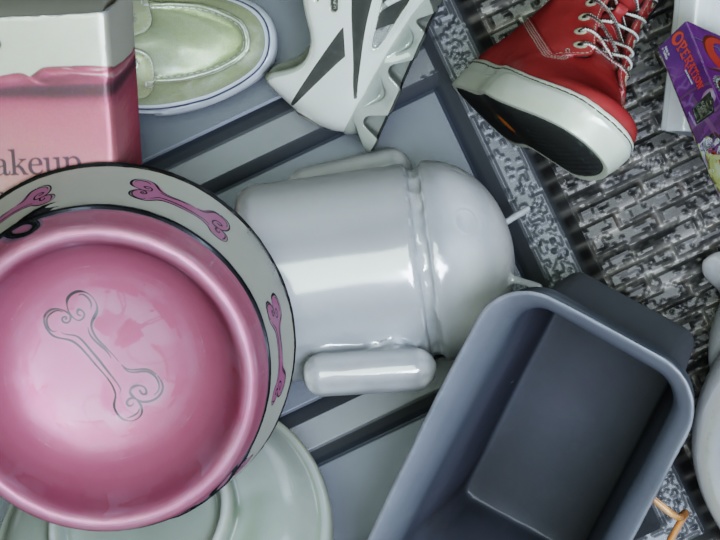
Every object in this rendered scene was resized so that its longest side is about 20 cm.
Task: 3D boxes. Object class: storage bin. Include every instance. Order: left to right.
[{"bbox_3d":[0.113,0.101,1.595,0.145,0.134,0.200,28,111,8],"label":"storage bin"}]

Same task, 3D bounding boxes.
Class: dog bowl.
[{"bbox_3d":[-0.134,0.048,1.541,0.200,0.074,0.201,0,105,1],"label":"dog bowl"}]

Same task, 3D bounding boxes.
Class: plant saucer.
[{"bbox_3d":[-0.117,0.147,1.623,0.200,0.050,0.201,-8,56,12],"label":"plant saucer"}]

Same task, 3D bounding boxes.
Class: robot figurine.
[{"bbox_3d":[0.000,0.000,1.640,0.199,0.113,0.170,-8,53,3],"label":"robot figurine"}]

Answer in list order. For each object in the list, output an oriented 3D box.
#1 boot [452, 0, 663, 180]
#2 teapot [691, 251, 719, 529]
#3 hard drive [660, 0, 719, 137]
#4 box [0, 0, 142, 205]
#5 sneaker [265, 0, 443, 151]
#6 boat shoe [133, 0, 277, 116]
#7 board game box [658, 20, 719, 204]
[{"bbox_3d":[0.134,-0.128,1.600,0.144,0.200,0.072,-46,108,0],"label":"boot"},{"bbox_3d":[0.289,0.084,1.613,0.197,0.146,0.200,-11,107,31],"label":"teapot"},{"bbox_3d":[0.234,-0.168,1.646,0.132,0.027,0.201,8,87,-35],"label":"hard drive"},{"bbox_3d":[-0.187,-0.053,1.609,0.127,0.109,0.201,-2,105,3],"label":"box"},{"bbox_3d":[0.009,-0.173,1.647,0.088,0.074,0.200,25,102,-3],"label":"sneaker"},{"bbox_3d":[-0.148,-0.124,1.677,0.199,0.062,0.072,-5,87,2],"label":"boat shoe"},{"bbox_3d":[0.255,-0.056,1.585,0.032,0.200,0.120,-49,41,28],"label":"board game box"}]
